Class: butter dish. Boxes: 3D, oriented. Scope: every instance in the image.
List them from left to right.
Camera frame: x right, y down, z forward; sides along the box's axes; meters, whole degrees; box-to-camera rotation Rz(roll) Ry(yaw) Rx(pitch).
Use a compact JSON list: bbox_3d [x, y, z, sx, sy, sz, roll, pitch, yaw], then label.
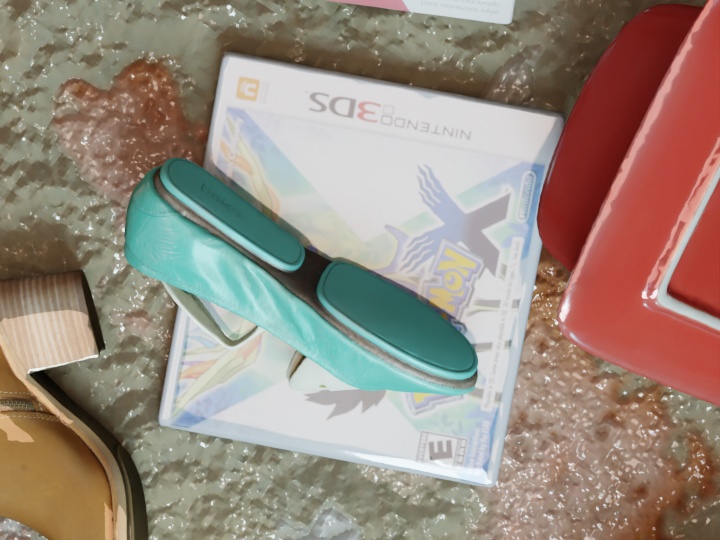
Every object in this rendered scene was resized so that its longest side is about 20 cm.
[{"bbox_3d":[0.165,-0.051,1.416,0.200,0.148,0.200,21,98,-42],"label":"butter dish"}]

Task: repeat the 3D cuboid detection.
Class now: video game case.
[{"bbox_3d":[0.000,0.000,1.480,0.182,0.022,0.200,11,96,1],"label":"video game case"}]

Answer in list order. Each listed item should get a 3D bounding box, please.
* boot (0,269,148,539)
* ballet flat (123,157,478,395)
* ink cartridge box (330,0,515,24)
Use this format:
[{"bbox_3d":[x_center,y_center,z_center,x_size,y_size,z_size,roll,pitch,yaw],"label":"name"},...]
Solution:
[{"bbox_3d":[-0.198,0.107,1.468,0.155,0.077,0.200,-14,92,2],"label":"boot"},{"bbox_3d":[-0.035,0.020,1.448,0.200,0.067,0.070,32,119,-1],"label":"ballet flat"},{"bbox_3d":[0.030,-0.219,1.378,0.116,0.068,0.200,7,139,2],"label":"ink cartridge box"}]
